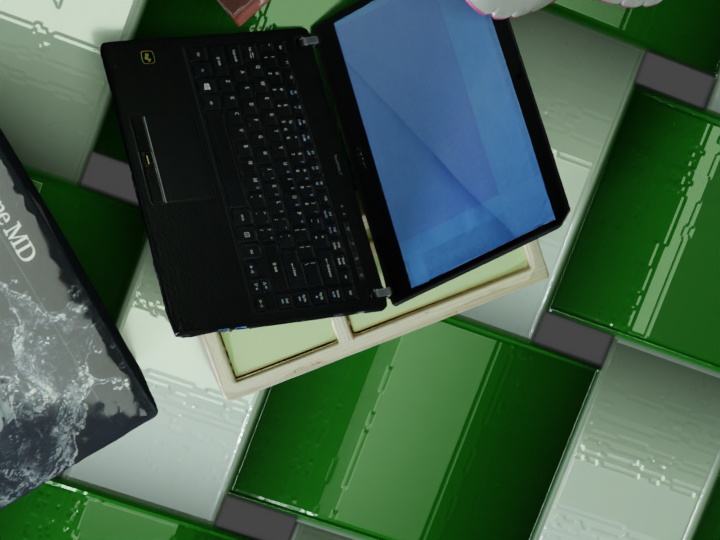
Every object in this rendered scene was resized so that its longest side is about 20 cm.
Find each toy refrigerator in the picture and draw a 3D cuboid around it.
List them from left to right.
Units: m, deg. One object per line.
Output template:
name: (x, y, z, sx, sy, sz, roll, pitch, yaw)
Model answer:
toy refrigerator: (0.000, 0.000, 1.272, 0.199, 0.070, 0.076, -20, 105, -6)

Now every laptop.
laptop: (-0.017, -0.074, 1.194, 0.199, 0.103, 0.178, -7, 68, -25)

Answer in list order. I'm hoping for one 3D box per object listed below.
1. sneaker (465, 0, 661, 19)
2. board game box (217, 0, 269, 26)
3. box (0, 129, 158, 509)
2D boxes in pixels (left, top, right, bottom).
sneaker: (0.140, -0.194, 1.215, 0.199, 0.088, 0.082, -19, 77, -39)
board game box: (-0.023, -0.236, 1.218, 0.200, 0.019, 0.103, -40, 76, 0)
box: (-0.246, 0.034, 1.208, 0.199, 0.117, 0.197, -31, 106, -4)
